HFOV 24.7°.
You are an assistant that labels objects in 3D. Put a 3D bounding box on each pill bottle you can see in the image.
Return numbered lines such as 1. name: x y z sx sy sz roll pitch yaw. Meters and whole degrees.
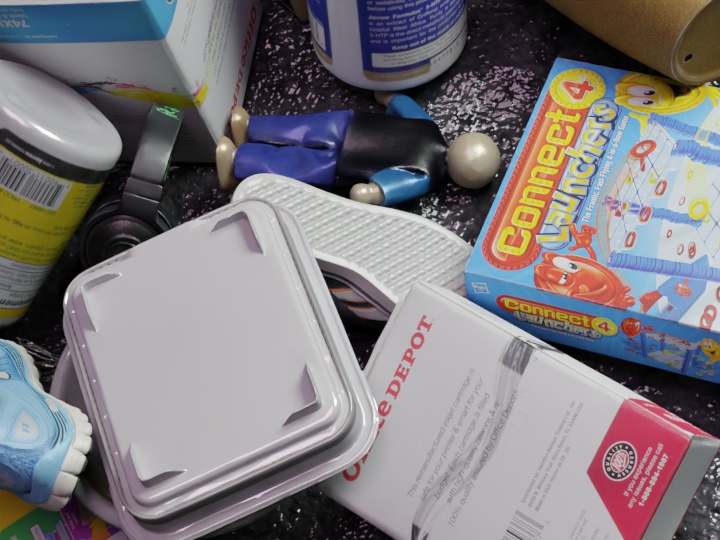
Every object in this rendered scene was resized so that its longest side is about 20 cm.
1. pill bottle: -0.260 -0.033 1.136 0.114 0.114 0.201 45 110 29
2. pill bottle: 0.015 -0.238 1.163 0.118 0.201 0.121 -2 51 3

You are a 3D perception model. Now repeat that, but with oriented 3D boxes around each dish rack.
1. dish rack: -0.095 0.052 1.009 0.170 0.044 0.201 -25 59 2

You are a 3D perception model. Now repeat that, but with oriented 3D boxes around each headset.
1. headset: -0.174 -0.021 1.146 0.093 0.123 0.202 15 89 -7

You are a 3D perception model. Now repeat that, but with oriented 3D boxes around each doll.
1. doll: 0.002 -0.088 1.181 0.198 0.049 0.137 4 41 14

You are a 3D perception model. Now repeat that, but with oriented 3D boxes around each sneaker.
1. sneaker: 0.000 0.000 1.125 0.198 0.080 0.079 24 58 -3
2. sneaker: -0.246 0.081 1.033 0.199 0.090 0.079 20 87 51

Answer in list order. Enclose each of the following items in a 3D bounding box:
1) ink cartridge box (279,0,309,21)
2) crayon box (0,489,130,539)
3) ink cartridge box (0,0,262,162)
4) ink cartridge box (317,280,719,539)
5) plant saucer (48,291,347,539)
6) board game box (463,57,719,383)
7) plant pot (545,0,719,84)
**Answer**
1. ink cartridge box: -0.006 -0.312 1.240 0.200 0.165 0.075 -39 59 -9
2. crayon box: -0.176 0.186 1.068 0.118 0.058 0.201 -31 59 -5
3. ink cartridge box: -0.174 -0.192 1.193 0.145 0.200 0.148 1 62 16
4. ink cartridge box: 0.093 0.117 1.000 0.199 0.083 0.146 30 97 26
5. plant saucer: -0.099 0.084 1.051 0.198 0.050 0.202 -7 58 12
6. board game box: 0.192 -0.036 1.086 0.194 0.056 0.201 13 56 19
7. plant pot: 0.198 -0.227 1.132 0.185 0.187 0.201 -30 59 -4
